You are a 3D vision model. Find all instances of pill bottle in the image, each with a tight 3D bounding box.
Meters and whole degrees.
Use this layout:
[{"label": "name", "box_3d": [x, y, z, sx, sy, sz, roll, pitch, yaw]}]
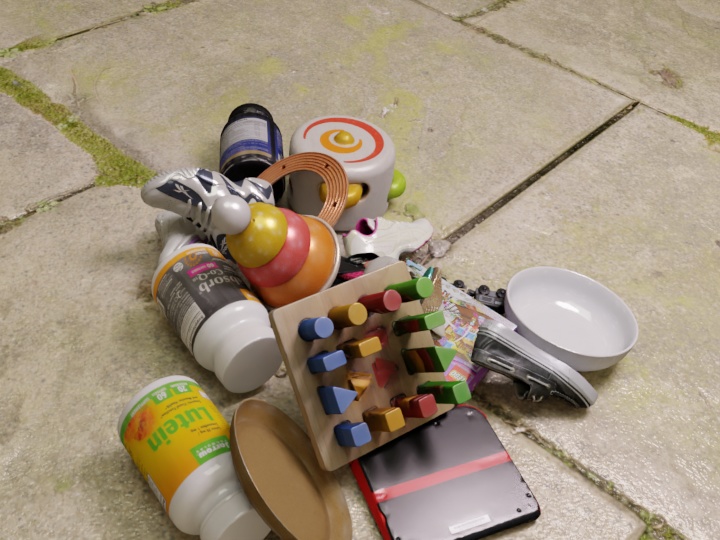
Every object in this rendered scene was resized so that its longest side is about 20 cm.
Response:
[{"label": "pill bottle", "box_3d": [-0.182, 0.223, 0.920, 0.110, 0.112, 0.200, -23, 50, -32]}, {"label": "pill bottle", "box_3d": [-0.188, -0.202, 1.406, 0.110, 0.113, 0.201, 1, 41, -9]}, {"label": "pill bottle", "box_3d": [-0.191, 0.063, 1.098, 0.116, 0.117, 0.200, -21, 49, -30]}]

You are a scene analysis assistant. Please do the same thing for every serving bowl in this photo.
[{"label": "serving bowl", "box_3d": [0.301, 0.080, 1.196, 0.198, 0.066, 0.201, 10, 35, -7]}]

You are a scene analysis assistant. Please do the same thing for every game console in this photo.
[{"label": "game console", "box_3d": [0.099, 0.256, 1.001, 0.198, 0.031, 0.178, -11, 48, -21]}]

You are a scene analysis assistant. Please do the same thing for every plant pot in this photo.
[{"label": "plant pot", "box_3d": [-0.081, 0.233, 0.904, 0.027, 0.200, 0.201, -37, 45, 12]}]

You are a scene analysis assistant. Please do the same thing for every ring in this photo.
[{"label": "ring", "box_3d": [-0.106, -0.097, 1.248, 0.199, 0.019, 0.202, -15, 53, 21]}]

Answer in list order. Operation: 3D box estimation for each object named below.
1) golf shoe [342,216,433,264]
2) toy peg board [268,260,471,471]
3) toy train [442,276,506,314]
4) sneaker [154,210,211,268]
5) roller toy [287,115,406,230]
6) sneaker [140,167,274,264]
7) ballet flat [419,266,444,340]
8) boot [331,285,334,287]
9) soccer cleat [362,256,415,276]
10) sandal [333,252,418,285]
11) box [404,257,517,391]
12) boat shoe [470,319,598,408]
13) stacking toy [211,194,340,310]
[{"label": "golf shoe", "box_3d": [0.046, -0.054, 1.279, 0.200, 0.075, 0.092, -34, 99, -47]}, {"label": "toy peg board", "box_3d": [0.023, 0.107, 0.970, 0.198, 0.098, 0.202, -20, 91, -29]}, {"label": "toy train", "box_3d": [0.131, 0.036, 1.252, 0.198, 0.034, 0.046, 11, 51, 3]}, {"label": "sneaker", "box_3d": [-0.280, -0.044, 1.252, 0.098, 0.076, 0.201, 5, 32, 8]}, {"label": "roller toy", "box_3d": [-0.035, -0.171, 1.375, 0.182, 0.141, 0.199, 33, 47, 26]}, {"label": "sneaker", "box_3d": [-0.214, -0.070, 1.178, 0.197, 0.079, 0.131, 6, 57, -33]}, {"label": "ballet flat", "box_3d": [0.074, 0.093, 1.096, 0.065, 0.071, 0.201, 30, 83, -2]}, {"label": "boot", "box_3d": [-0.099, 0.048, 1.171, 0.143, 0.073, 0.201, 8, 33, 0]}, {"label": "soccer cleat", "box_3d": [0.010, 0.077, 1.079, 0.069, 0.202, 0.077, 26, -7, -40]}, {"label": "sandal", "box_3d": [0.000, 0.000, 1.163, 0.198, 0.045, 0.075, 16, 31, 12]}, {"label": "box", "box_3d": [0.103, 0.083, 1.162, 0.199, 0.039, 0.137, 33, 62, 26]}, {"label": "boat shoe", "box_3d": [0.229, 0.143, 1.101, 0.199, 0.072, 0.071, 32, 79, -11]}, {"label": "stacking toy", "box_3d": [-0.126, -0.042, 1.068, 0.145, 0.200, 0.148, -10, 63, 21]}]
